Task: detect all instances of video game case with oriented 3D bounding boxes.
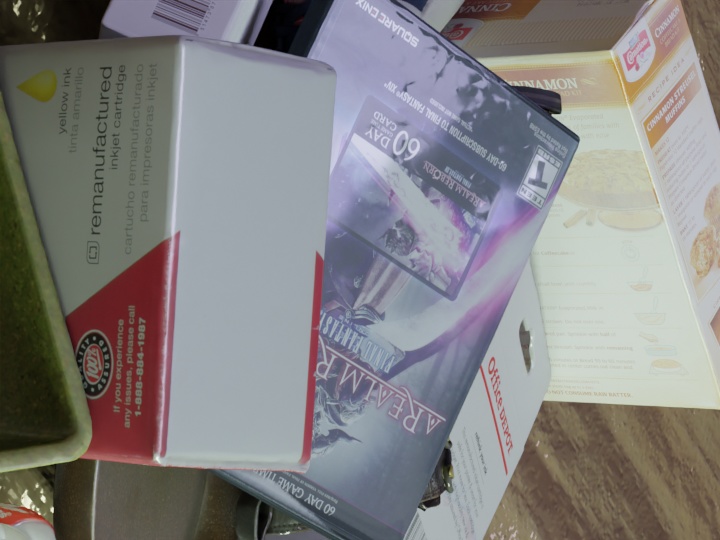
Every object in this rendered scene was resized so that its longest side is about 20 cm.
[{"bbox_3d":[0.000,0.000,0.995,0.142,0.019,0.201,32,75,-33],"label":"video game case"}]

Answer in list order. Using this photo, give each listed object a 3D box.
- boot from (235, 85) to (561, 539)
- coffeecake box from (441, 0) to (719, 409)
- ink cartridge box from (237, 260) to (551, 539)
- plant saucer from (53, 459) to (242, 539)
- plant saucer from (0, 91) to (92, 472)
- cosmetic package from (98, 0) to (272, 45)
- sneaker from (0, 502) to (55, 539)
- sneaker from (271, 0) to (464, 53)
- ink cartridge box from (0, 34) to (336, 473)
[{"bbox_3d":[0.015,0.016,1.059,0.199,0.069,0.176,-18,103,-32],"label":"boot"},{"bbox_3d":[0.102,-0.036,1.213,0.073,0.153,0.201,-47,127,-41],"label":"coffeecake box"},{"bbox_3d":[0.020,0.091,1.157,0.201,0.067,0.116,-62,154,-31],"label":"ink cartridge box"},{"bbox_3d":[-0.083,0.080,1.032,0.200,0.032,0.202,5,90,-73],"label":"plant saucer"},{"bbox_3d":[-0.208,-0.010,0.813,0.199,0.048,0.201,-7,70,-30],"label":"plant saucer"},{"bbox_3d":[-0.055,-0.137,1.021,0.151,0.051,0.201,109,3,-64],"label":"cosmetic package"},{"bbox_3d":[-0.168,0.101,0.915,0.093,0.070,0.201,-41,128,-24],"label":"sneaker"},{"bbox_3d":[-0.018,-0.107,1.128,0.085,0.074,0.201,54,44,-32],"label":"sneaker"},{"bbox_3d":[-0.112,-0.006,0.897,0.083,0.199,0.147,5,87,-49],"label":"ink cartridge box"}]
